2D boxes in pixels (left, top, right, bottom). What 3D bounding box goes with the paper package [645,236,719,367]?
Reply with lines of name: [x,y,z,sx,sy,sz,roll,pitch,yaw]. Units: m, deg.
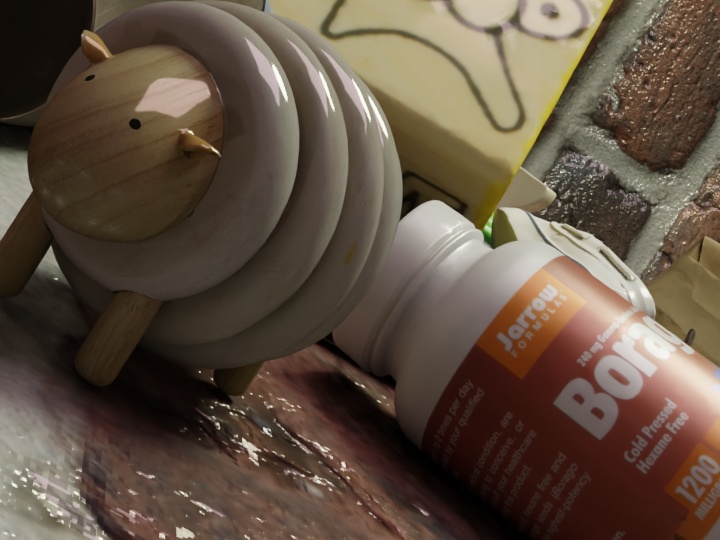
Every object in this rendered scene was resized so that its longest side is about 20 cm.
paper package: [0.334,0.100,1.122,0.201,0.103,0.191,56,-3,-30]

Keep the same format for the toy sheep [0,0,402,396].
toy sheep: [-0.048,-0.026,0.480,0.137,0.139,0.200,37,9,20]

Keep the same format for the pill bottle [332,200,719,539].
pill bottle: [0.088,0.059,0.605,0.199,0.113,0.112,37,9,17]

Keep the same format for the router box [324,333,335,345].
router box: [0.000,0.000,0.783,0.148,0.051,0.200,30,10,-18]

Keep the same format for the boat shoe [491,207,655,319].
boat shoe: [0.139,0.006,0.910,0.064,0.075,0.200,-4,22,-10]

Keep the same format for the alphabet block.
alphabet block: [0.033,-0.136,0.922,0.199,0.196,0.197,31,-24,3]

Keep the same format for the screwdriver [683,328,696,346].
screwdriver: [0.206,0.086,0.896,0.029,0.028,0.201,52,-16,18]

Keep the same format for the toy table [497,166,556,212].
toy table: [0.113,-0.081,1.436,0.183,0.118,0.199,40,9,30]

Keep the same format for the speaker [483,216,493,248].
speaker: [0.072,-0.017,1.040,0.199,0.089,0.088,35,9,-1]

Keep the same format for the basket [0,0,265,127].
basket: [-0.145,-0.146,0.707,0.134,0.183,0.200,16,14,12]
